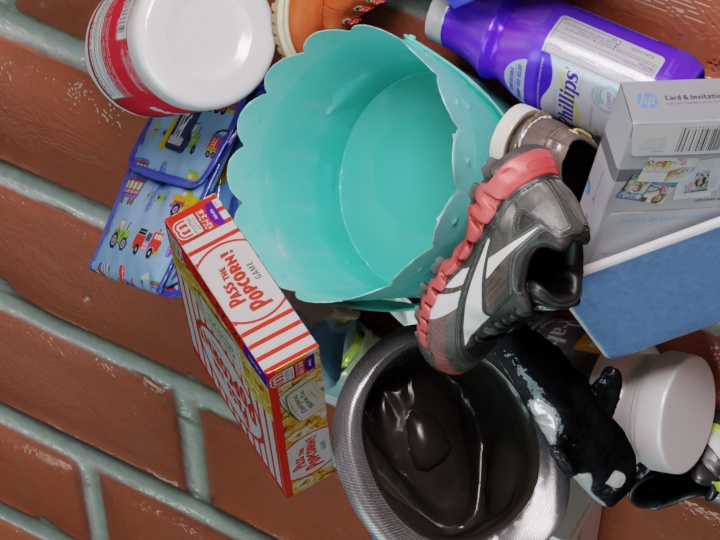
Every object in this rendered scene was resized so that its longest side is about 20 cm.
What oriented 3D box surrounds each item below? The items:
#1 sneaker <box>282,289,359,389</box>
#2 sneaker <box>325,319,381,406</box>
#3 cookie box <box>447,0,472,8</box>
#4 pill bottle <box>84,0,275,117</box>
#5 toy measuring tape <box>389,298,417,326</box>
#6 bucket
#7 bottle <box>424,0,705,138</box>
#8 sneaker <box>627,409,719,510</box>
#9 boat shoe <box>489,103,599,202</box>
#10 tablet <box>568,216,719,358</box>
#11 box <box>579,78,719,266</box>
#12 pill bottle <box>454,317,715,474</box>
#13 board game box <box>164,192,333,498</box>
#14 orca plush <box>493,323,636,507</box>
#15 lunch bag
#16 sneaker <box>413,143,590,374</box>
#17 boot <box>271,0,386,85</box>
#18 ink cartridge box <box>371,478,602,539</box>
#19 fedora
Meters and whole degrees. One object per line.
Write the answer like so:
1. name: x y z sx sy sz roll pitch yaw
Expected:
1. sneaker: 0.000 0.000 1.735 0.130 0.079 0.201 0 93 21
2. sneaker: 0.003 0.080 1.879 0.199 0.080 0.131 15 156 35
3. cookie box: 0.090 -0.282 1.414 0.200 0.075 0.171 -16 119 50
4. pill bottle: -0.149 -0.176 1.688 0.112 0.112 0.200 49 165 -16
5. toy measuring tape: 0.003 0.012 1.835 0.200 0.074 0.074 44 145 -9
6. bucket: 0.020 -0.070 1.597 0.206 0.135 0.208 -2 86 34
7. bottle: 0.142 -0.148 1.532 0.199 0.065 0.084 26 150 17
8. sneaker: 0.228 0.154 1.789 0.199 0.083 0.072 -6 127 45
9. boat shoe: 0.161 -0.052 1.576 0.059 0.072 0.200 24 167 37
10. tablet: 0.246 0.002 1.539 0.199 0.014 0.130 -20 145 16
11. box: 0.235 -0.054 1.504 0.155 0.041 0.200 -3 143 -10
12. pill bottle: 0.175 0.099 1.745 0.199 0.116 0.117 9 136 35
13. board game box: -0.079 0.059 1.608 0.152 0.046 0.200 55 165 28
14. orca plush: 0.160 0.082 1.623 0.071 0.105 0.201 -30 92 15
15. lunch bag: -0.128 -0.076 1.768 0.094 0.201 0.150 16 179 -30
16. sneaker: 0.100 0.013 1.502 0.098 0.071 0.201 50 135 28
17. boot: -0.007 -0.206 1.598 0.107 0.075 0.201 16 140 20
18. ink cartridge box: 0.113 0.218 1.965 0.199 0.084 0.146 24 144 18
19. fedora: 0.062 0.143 1.689 0.200 0.177 0.090 57 165 3
